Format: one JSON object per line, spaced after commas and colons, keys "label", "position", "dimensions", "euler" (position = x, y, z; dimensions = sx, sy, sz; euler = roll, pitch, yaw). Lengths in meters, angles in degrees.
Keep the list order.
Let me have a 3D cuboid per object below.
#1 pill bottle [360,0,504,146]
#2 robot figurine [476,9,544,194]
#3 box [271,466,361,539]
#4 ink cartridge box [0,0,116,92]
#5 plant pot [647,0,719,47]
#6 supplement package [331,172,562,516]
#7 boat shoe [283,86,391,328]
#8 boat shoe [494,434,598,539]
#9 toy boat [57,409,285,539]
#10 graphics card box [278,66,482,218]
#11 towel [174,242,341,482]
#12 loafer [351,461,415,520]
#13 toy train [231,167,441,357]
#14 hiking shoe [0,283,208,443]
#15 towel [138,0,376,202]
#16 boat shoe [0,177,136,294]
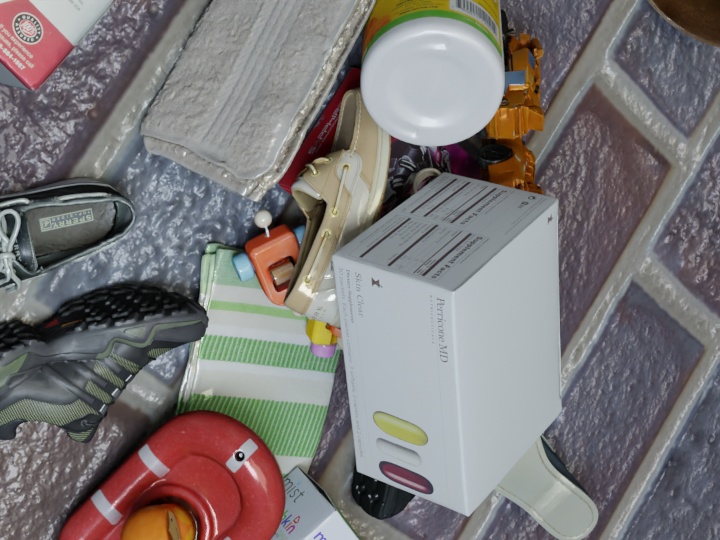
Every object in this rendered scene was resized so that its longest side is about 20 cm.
{"label": "pill bottle", "position": [0.058, -0.203, 1.017], "dimensions": [0.109, 0.201, 0.112], "euler": [2, 133, 2]}
{"label": "robot figurine", "position": [0.130, -0.137, 1.089], "dimensions": [0.057, 0.201, 0.147], "euler": [0, 123, 7]}
{"label": "box", "position": [-0.054, 0.310, 1.111], "dimensions": [0.176, 0.097, 0.201], "euler": [-38, 118, -10]}
{"label": "ink cartridge box", "position": [-0.228, -0.251, 0.895], "dimensions": [0.201, 0.083, 0.146], "euler": [-51, 121, -12]}
{"label": "plant pot", "position": [0.385, -0.351, 1.219], "dimensions": [0.187, 0.186, 0.201], "euler": [51, 59, -29]}
{"label": "supplement package", "position": [0.074, 0.054, 0.983], "dimensions": [0.155, 0.110, 0.202], "euler": [-38, 132, -43]}
{"label": "boat shoe", "position": [-0.021, -0.058, 1.001], "dimensions": [0.068, 0.074, 0.203], "euler": [12, 71, -15]}
{"label": "boat shoe", "position": [0.160, 0.187, 1.244], "dimensions": [0.200, 0.062, 0.075], "euler": [41, 94, -23]}
{"label": "toy boat", "position": [-0.150, 0.202, 0.983], "dimensions": [0.200, 0.131, 0.131], "euler": [-45, 87, 0]}
{"label": "graphics card box", "position": [0.037, -0.070, 1.120], "dimensions": [0.199, 0.051, 0.126], "euler": [38, 81, -33]}
{"label": "towel", "position": [-0.087, 0.086, 1.095], "dimensions": [0.151, 0.023, 0.203], "euler": [9, 94, -34]}
{"label": "loafer", "position": [0.044, 0.133, 1.147], "dimensions": [0.070, 0.068, 0.203], "euler": [-15, 127, -45]}
{"label": "toy train", "position": [0.000, 0.000, 1.062], "dimensions": [0.198, 0.056, 0.152], "euler": [-22, 121, -12]}
{"label": "hiking shoe", "position": [-0.212, 0.078, 0.992], "dimensions": [0.198, 0.076, 0.102], "euler": [-15, 117, -19]}
{"label": "towel", "position": [-0.081, -0.162, 0.982], "dimensions": [0.202, 0.131, 0.034], "euler": [-63, 152, -6]}
{"label": "boat shoe", "position": [-0.261, -0.018, 0.934], "dimensions": [0.197, 0.068, 0.075], "euler": [-13, 107, -29]}
